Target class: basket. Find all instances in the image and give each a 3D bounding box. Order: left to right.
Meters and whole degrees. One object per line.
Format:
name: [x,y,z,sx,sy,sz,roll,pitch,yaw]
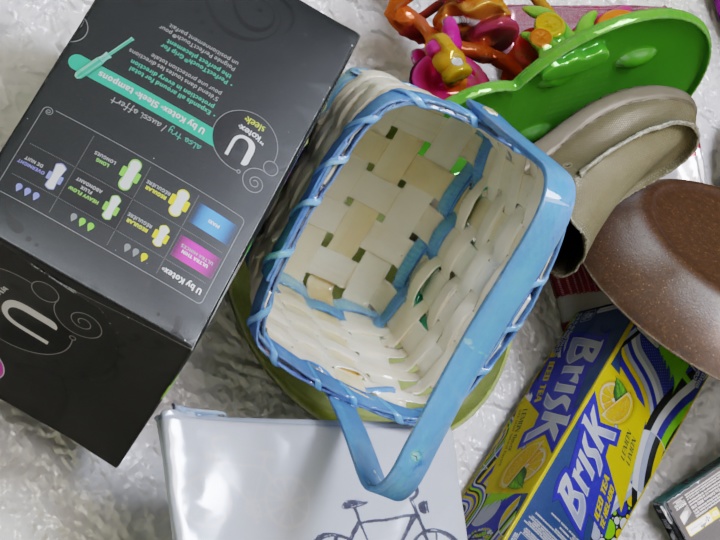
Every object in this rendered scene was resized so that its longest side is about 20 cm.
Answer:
basket: [0.029,-0.005,1.200,0.138,0.177,0.200,25,17,-21]

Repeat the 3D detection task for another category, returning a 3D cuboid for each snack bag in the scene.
snack bag: [-0.007,0.162,1.191,0.188,0.021,0.202,5,70,-35]

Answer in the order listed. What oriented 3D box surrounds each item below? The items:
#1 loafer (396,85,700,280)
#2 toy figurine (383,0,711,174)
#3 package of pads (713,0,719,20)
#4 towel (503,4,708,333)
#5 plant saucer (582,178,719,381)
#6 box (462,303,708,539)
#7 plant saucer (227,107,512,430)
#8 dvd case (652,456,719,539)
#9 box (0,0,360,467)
loafer: [0.112,-0.036,1.352,0.199,0.076,0.068,-27,65,-20]
toy figurine: [0.070,-0.157,1.394,0.199,0.150,0.185,-16,61,-24]
package of pads: [0.323,-0.181,1.621,0.199,0.076,0.121,-14,83,-39]
towel: [0.156,-0.066,1.491,0.143,0.023,0.202,-5,79,-37]
plant saucer: [0.218,0.004,1.407,0.199,0.037,0.201,22,27,-12]
box: [0.117,0.108,1.366,0.064,0.070,0.200,47,56,-19]
plant saucer: [0.000,0.000,1.345,0.199,0.031,0.202,13,68,-33]
dvd case: [0.278,0.189,1.471,0.145,0.022,0.201,-31,95,-20]
box: [-0.110,-0.038,1.182,0.124,0.149,0.201,29,58,-5]
